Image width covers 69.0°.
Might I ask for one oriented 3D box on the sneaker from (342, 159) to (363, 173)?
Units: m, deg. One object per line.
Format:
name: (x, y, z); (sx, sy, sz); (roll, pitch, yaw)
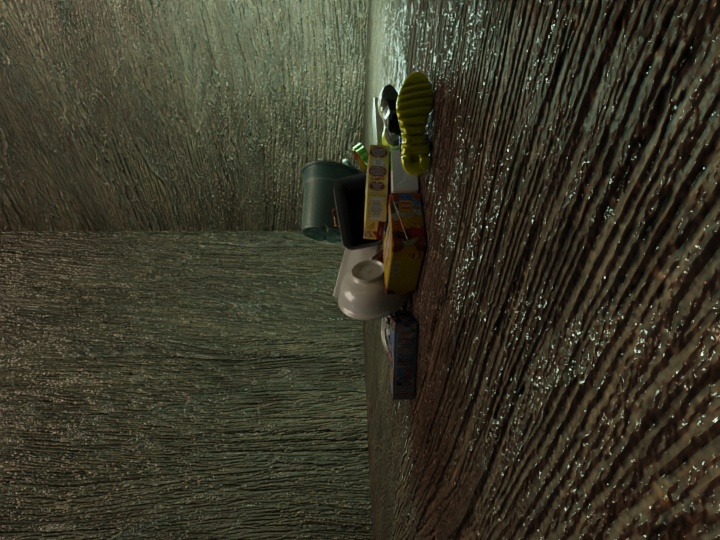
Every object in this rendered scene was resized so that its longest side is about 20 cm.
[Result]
sneaker: (0.033, -0.305, 1.758); (0.205, 0.144, 0.077); (62, 174, 13)

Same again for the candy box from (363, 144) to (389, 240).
candy box: (0.039, -0.193, 1.303); (0.116, 0.054, 0.205); (98, 176, -72)

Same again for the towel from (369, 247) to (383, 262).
towel: (0.067, 0.019, 1.597); (0.146, 0.029, 0.204); (-40, -44, -48)

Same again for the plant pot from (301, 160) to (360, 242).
plant pot: (-0.098, -0.202, 1.623); (0.200, 0.195, 0.201); (102, 175, -77)

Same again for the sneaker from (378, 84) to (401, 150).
sneaker: (0.097, -0.450, 1.517); (0.081, 0.072, 0.205); (128, 137, -70)

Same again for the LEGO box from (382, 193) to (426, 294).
LEGO box: (0.100, -0.059, 1.250); (0.202, 0.075, 0.152); (94, 175, -56)

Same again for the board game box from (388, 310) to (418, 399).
board game box: (0.105, 0.218, 1.356); (0.200, 0.060, 0.205); (-129, 39, -85)

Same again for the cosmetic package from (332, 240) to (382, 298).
cosmetic package: (0.000, 0.000, 1.602); (0.081, 0.111, 0.204); (13, -87, -64)

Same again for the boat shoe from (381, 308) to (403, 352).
boat shoe: (0.089, 0.133, 1.486); (0.071, 0.068, 0.206); (31, -119, -76)

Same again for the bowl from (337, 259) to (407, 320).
bowl: (0.028, 0.035, 1.410); (0.203, 0.196, 0.092); (-95, -4, -56)

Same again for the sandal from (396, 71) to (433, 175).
sandal: (0.110, -0.307, 1.099); (0.087, 0.077, 0.205); (-88, 1, -73)

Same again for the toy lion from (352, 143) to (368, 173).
toy lion: (0.040, -0.291, 1.576); (0.194, 0.068, 0.200); (59, 178, -14)

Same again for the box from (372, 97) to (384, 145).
box: (0.080, -0.432, 1.627); (0.096, 0.076, 0.204); (94, 175, -61)

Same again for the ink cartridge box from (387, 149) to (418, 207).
ink cartridge box: (0.101, -0.198, 1.335); (0.201, 0.066, 0.120); (98, 173, -65)

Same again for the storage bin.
storage bin: (-0.002, -0.151, 1.490); (0.134, 0.142, 0.205); (37, -138, -78)
